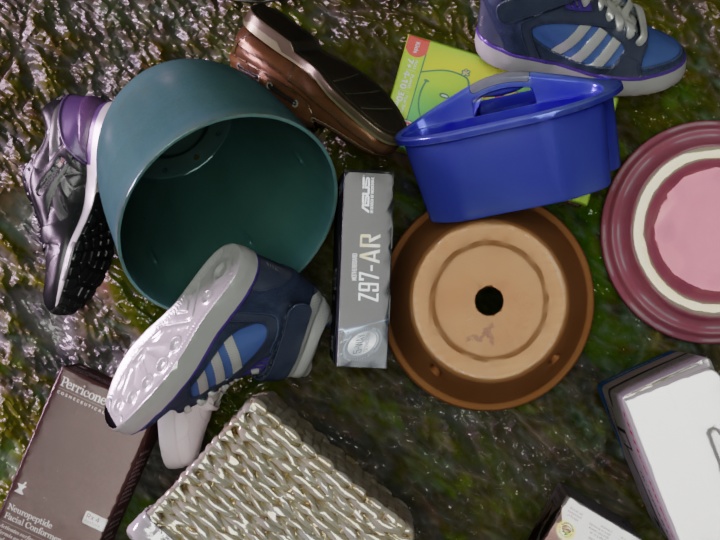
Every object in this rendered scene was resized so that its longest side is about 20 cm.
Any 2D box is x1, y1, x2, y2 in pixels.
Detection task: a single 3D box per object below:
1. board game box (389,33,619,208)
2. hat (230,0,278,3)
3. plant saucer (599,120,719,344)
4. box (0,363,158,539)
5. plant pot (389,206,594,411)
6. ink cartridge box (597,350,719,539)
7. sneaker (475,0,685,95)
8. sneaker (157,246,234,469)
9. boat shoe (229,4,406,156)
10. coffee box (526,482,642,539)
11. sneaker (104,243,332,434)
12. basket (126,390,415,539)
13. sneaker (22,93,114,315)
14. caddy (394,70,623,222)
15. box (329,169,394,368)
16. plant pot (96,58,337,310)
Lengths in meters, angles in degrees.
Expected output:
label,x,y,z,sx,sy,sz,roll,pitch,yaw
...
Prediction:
label,x,y,z,sx,sy,sz,roll,pitch,yaw
board game box,0.124,-0.135,1.513,0.198,0.048,0.103,17,90,4
hat,-0.095,-0.347,1.502,0.198,0.081,0.203,-1,80,3
plant saucer,0.316,-0.035,1.499,0.198,0.051,0.203,0,90,3
box,-0.260,0.196,1.520,0.099,0.075,0.202,23,89,4
plant pot,0.113,0.026,1.466,0.197,0.140,0.203,0,88,3
ink cartridge box,0.273,0.152,1.424,0.083,0.200,0.148,-22,88,3
sneaker,0.203,-0.238,1.445,0.197,0.081,0.148,8,131,-6
sneaker,-0.119,0.083,1.511,0.114,0.074,0.203,5,87,6
boat shoe,-0.039,-0.157,1.502,0.200,0.072,0.068,44,118,26
coffee box,0.163,0.298,1.472,0.079,0.113,0.202,29,90,3
sneaker,-0.110,0.083,1.438,0.146,0.081,0.201,33,99,-36
basket,-0.070,0.221,1.445,0.198,0.200,0.161,39,89,3
sneaker,-0.272,-0.062,1.535,0.087,0.076,0.203,12,86,18
caddy,0.129,-0.115,1.408,0.198,0.141,0.106,-11,104,18
box,0.000,0.000,1.442,0.043,0.200,0.163,2,90,-3
plant pot,-0.140,-0.091,1.453,0.200,0.201,0.161,-37,45,2
